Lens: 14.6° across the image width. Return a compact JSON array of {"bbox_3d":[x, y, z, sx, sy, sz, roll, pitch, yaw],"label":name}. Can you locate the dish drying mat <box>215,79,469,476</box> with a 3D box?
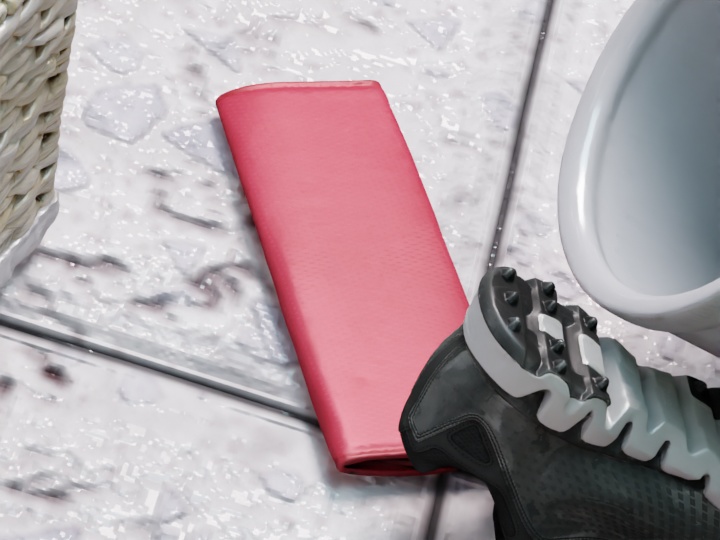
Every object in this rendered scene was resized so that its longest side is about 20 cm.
[{"bbox_3d":[0.000,0.000,1.110,0.076,0.018,0.201,-1,48,-21],"label":"dish drying mat"}]

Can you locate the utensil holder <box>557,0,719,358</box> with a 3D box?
[{"bbox_3d":[0.202,-0.023,1.054,0.199,0.170,0.171,27,37,-30],"label":"utensil holder"}]

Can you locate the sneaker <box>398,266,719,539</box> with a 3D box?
[{"bbox_3d":[0.095,0.078,1.031,0.199,0.090,0.067,32,31,-24],"label":"sneaker"}]

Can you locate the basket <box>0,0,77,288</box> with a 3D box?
[{"bbox_3d":[-0.227,-0.061,0.990,0.199,0.161,0.198,28,45,12],"label":"basket"}]
